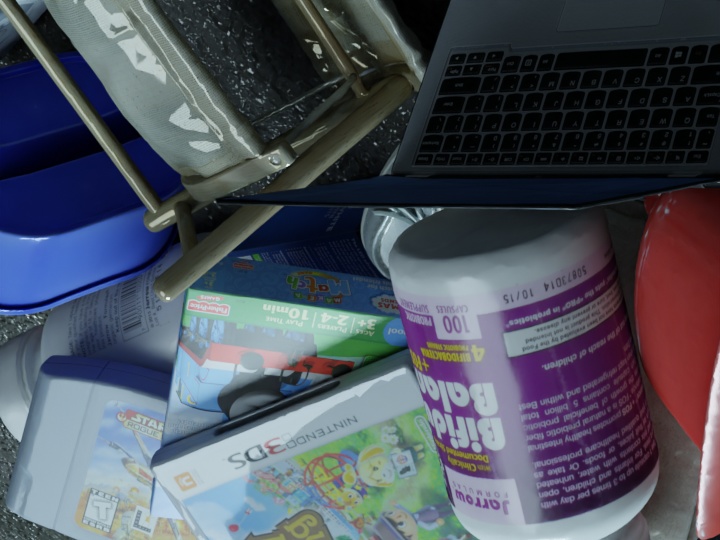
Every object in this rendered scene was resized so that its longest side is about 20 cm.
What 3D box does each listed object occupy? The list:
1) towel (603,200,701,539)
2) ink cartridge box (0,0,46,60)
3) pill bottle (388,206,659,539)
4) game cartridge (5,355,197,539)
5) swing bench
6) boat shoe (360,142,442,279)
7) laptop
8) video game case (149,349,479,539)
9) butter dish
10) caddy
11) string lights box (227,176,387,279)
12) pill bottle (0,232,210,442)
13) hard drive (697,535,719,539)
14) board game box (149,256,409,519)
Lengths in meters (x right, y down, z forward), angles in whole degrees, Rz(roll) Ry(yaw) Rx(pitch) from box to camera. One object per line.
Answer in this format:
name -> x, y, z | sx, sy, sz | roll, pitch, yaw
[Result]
towel -> 0.143, 0.060, 0.864 | 0.131, 0.202, 0.034 | 18, -175, 27
ink cartridge box -> -0.274, -0.126, 0.946 | 0.041, 0.200, 0.199 | 52, 135, -5
pill bottle -> 0.088, 0.069, 0.784 | 0.111, 0.112, 0.202 | -1, 112, 42
game cartridge -> -0.135, 0.138, 1.057 | 0.198, 0.042, 0.134 | 20, 118, 2
swing bench -> -0.084, -0.130, 0.840 | 0.200, 0.199, 0.130 | 55, -176, -25
boat shoe -> 0.069, -0.051, 0.836 | 0.074, 0.065, 0.201 | 41, 128, -18
laptop -> 0.067, -0.089, 0.693 | 0.186, 0.202, 0.116 | 3, 155, 39
video game case -> -0.003, 0.161, 0.944 | 0.180, 0.022, 0.201 | -22, 113, 20
butter dish -> 0.197, -0.008, 0.746 | 0.148, 0.199, 0.201 | 43, 154, 34
caddy -> -0.203, -0.053, 1.009 | 0.142, 0.199, 0.105 | 54, 142, 19
string lights box -> 0.000, 0.000, 1.007 | 0.199, 0.059, 0.103 | -8, 126, 46
pill bottle -> -0.164, 0.059, 1.119 | 0.198, 0.115, 0.115 | -23, 118, 27
hard drive -> 0.161, 0.147, 0.983 | 0.199, 0.136, 0.042 | 34, 166, 3
board game box -> -0.043, 0.083, 0.948 | 0.149, 0.037, 0.201 | 8, 132, -8
